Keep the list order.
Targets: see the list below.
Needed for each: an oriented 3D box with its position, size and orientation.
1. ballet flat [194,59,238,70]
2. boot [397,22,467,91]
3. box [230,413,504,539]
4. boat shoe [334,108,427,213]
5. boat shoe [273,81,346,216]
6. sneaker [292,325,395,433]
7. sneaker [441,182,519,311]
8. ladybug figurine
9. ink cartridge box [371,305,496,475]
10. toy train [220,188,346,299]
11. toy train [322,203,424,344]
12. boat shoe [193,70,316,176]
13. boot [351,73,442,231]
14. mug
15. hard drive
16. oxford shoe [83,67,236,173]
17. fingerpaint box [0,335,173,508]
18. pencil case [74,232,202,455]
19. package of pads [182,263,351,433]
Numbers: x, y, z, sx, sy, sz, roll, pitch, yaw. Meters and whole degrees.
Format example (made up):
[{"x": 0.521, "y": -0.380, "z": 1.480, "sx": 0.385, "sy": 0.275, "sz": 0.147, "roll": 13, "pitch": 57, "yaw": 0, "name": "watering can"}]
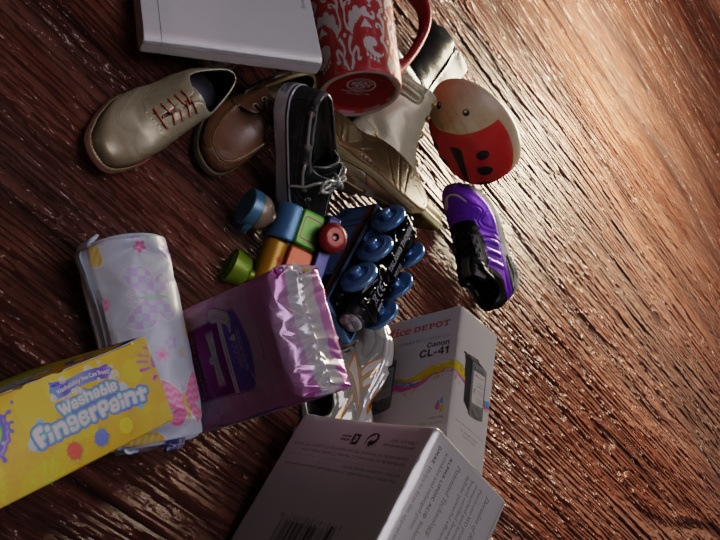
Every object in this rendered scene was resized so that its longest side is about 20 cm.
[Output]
[{"x": -0.134, "y": -0.301, "z": 1.114, "sx": 0.076, "sy": 0.064, "sz": 0.201, "roll": 41, "pitch": 47, "yaw": -34, "name": "ballet flat"}, {"x": 0.079, "y": -0.309, "z": 1.386, "sx": 0.200, "sy": 0.065, "sz": 0.166, "roll": -53, "pitch": 131, "yaw": -41, "name": "boot"}, {"x": -0.002, "y": 0.261, "z": 0.926, "sx": 0.131, "sy": 0.198, "sz": 0.201, "roll": 49, "pitch": 58, "yaw": -29, "name": "box"}, {"x": -0.003, "y": -0.128, "z": 1.169, "sx": 0.199, "sy": 0.064, "sz": 0.072, "roll": 36, "pitch": 38, "yaw": -24, "name": "boat shoe"}, {"x": -0.050, "y": -0.115, "z": 1.086, "sx": 0.074, "sy": 0.068, "sz": 0.201, "roll": -38, "pitch": 137, "yaw": -47, "name": "boat shoe"}, {"x": -0.022, "y": 0.120, "z": 1.095, "sx": 0.092, "sy": 0.075, "sz": 0.201, "roll": 37, "pitch": 48, "yaw": -33, "name": "sneaker"}, {"x": 0.168, "y": -0.029, "z": 1.398, "sx": 0.100, "sy": 0.069, "sz": 0.201, "roll": -44, "pitch": 111, "yaw": -48, "name": "sneaker"}, {"x": 0.155, "y": -0.184, "z": 1.341, "sx": 0.072, "sy": 0.135, "sz": 0.200, "roll": -60, "pitch": 145, "yaw": -19, "name": "ladybug figurine"}, {"x": 0.074, "y": 0.159, "z": 1.139, "sx": 0.086, "sy": 0.147, "sz": 0.201, "roll": 40, "pitch": 47, "yaw": -38, "name": "ink cartridge box"}, {"x": -0.102, "y": 0.018, "z": 1.035, "sx": 0.115, "sy": 0.084, "sz": 0.201, "roll": 26, "pitch": 73, "yaw": -25, "name": "toy train"}, {"x": 0.000, "y": 0.000, "z": 1.131, "sx": 0.087, "sy": 0.114, "sz": 0.201, "roll": 60, "pitch": 38, "yaw": -30, "name": "toy train"}, {"x": -0.117, "y": -0.179, "z": 1.085, "sx": 0.072, "sy": 0.068, "sz": 0.200, "roll": 56, "pitch": 40, "yaw": -22, "name": "boat shoe"}, {"x": 0.064, "y": -0.160, "z": 1.278, "sx": 0.200, "sy": 0.072, "sz": 0.155, "roll": 40, "pitch": 68, "yaw": -32, "name": "boot"}, {"x": 0.005, "y": -0.310, "z": 1.193, "sx": 0.134, "sy": 0.176, "sz": 0.202, "roll": 75, "pitch": 6, "yaw": -69, "name": "mug"}, {"x": -0.146, "y": -0.284, "z": 1.041, "sx": 0.199, "sy": 0.027, "sz": 0.133, "roll": 2, "pitch": 62, "yaw": -27, "name": "hard drive"}, {"x": -0.200, "y": -0.163, "z": 0.966, "sx": 0.071, "sy": 0.073, "sz": 0.200, "roll": 59, "pitch": 39, "yaw": -19, "name": "oxford shoe"}, {"x": -0.267, "y": 0.124, "z": 0.694, "sx": 0.200, "sy": 0.166, "sz": 0.074, "roll": -23, "pitch": 95, "yaw": -54, "name": "fingerpaint box"}, {"x": -0.203, "y": 0.066, "z": 0.869, "sx": 0.090, "sy": 0.083, "sz": 0.202, "roll": -7, "pitch": 82, "yaw": -31, "name": "pencil case"}, {"x": -0.106, "y": 0.077, "z": 0.893, "sx": 0.075, "sy": 0.199, "sz": 0.121, "roll": -6, "pitch": 78, "yaw": -48, "name": "package of pads"}]
